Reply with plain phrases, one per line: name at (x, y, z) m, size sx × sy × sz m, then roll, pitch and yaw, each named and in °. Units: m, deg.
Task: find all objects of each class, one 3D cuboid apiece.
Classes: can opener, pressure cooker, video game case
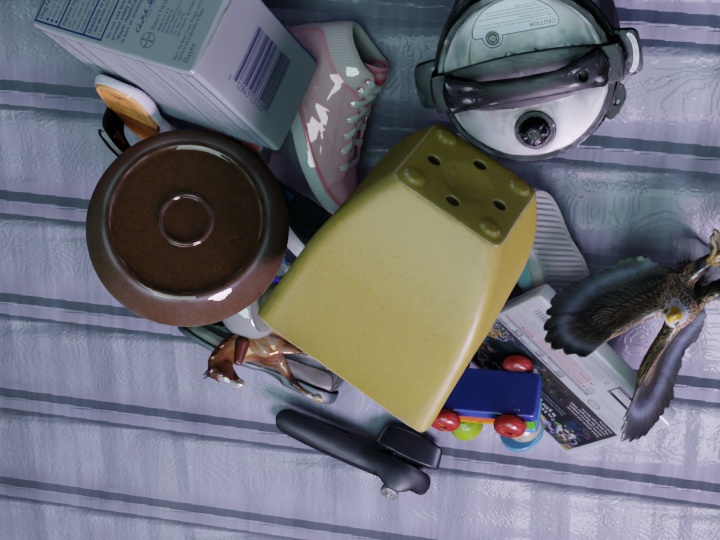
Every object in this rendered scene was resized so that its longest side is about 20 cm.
can opener at (-0.007, 0.209, 1.640) m, size 0.199 × 0.079 × 0.063 m, roll 18°, pitch 157°, yaw 7°
pressure cooker at (0.159, -0.197, 1.310) m, size 0.178 × 0.200 × 0.176 m, roll 35°, pitch 116°, yaw -6°
video game case at (0.211, 0.110, 1.504) m, size 0.200 × 0.023 × 0.182 m, roll 44°, pitch 148°, yaw -10°

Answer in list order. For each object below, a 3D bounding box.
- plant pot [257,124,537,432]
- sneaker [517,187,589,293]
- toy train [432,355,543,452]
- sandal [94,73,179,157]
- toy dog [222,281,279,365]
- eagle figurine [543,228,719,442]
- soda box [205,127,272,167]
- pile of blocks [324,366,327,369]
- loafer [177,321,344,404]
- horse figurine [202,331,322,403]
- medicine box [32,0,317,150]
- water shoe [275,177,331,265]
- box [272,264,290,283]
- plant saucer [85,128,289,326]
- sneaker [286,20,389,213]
plant pot at (0.058, -0.016, 1.317) m, size 0.194 × 0.196 × 0.200 m, roll 35°, pitch 129°, yaw 4°
sneaker at (0.183, -0.012, 1.486) m, size 0.082 × 0.074 × 0.201 m, roll 23°, pitch 142°, yaw 48°
toy train at (0.101, 0.148, 1.533) m, size 0.199 × 0.085 × 0.116 m, roll 3°, pitch 152°, yaw 17°
sandal at (-0.237, -0.142, 1.441) m, size 0.079 × 0.207 × 0.059 m, roll 24°, pitch 82°, yaw 13°
toy dog at (-0.155, 0.023, 1.443) m, size 0.199 × 0.097 × 0.132 m, roll 28°, pitch 159°, yaw -8°
eagle figurine at (0.297, 0.049, 1.396) m, size 0.200 × 0.152 × 0.151 m, roll -39°, pitch 143°, yaw 15°
soda box at (-0.132, -0.100, 1.500) m, size 0.063 × 0.068 × 0.201 m, roll 10°, pitch 117°, yaw 6°
pile of blocks at (0.057, 0.074, 1.474) m, size 0.199 × 0.062 × 0.082 m, roll -24°, pitch 151°, yaw -11°
loafer at (-0.106, 0.082, 1.596) m, size 0.199 × 0.072 × 0.063 m, roll 26°, pitch 99°, yaw -8°
horse figurine at (-0.075, 0.051, 1.545) m, size 0.132 × 0.050 × 0.201 m, roll 22°, pitch 84°, yaw 3°
medicine box at (-0.174, -0.217, 1.348) m, size 0.199 × 0.182 × 0.103 m, roll 21°, pitch 81°, yaw 27°
water shoe at (-0.092, -0.045, 1.455) m, size 0.200 × 0.072 × 0.079 m, roll 41°, pitch 131°, yaw -6°
box at (0.000, 0.000, 1.492) m, size 0.200 × 0.041 × 0.119 m, roll -35°, pitch 91°, yaw 5°
plant saucer at (-0.169, -0.047, 1.370) m, size 0.199 × 0.034 × 0.201 m, roll 1°, pitch 76°, yaw -2°
sneaker at (-0.014, -0.159, 1.435) m, size 0.104 × 0.075 × 0.201 m, roll -10°, pitch 104°, yaw 20°
